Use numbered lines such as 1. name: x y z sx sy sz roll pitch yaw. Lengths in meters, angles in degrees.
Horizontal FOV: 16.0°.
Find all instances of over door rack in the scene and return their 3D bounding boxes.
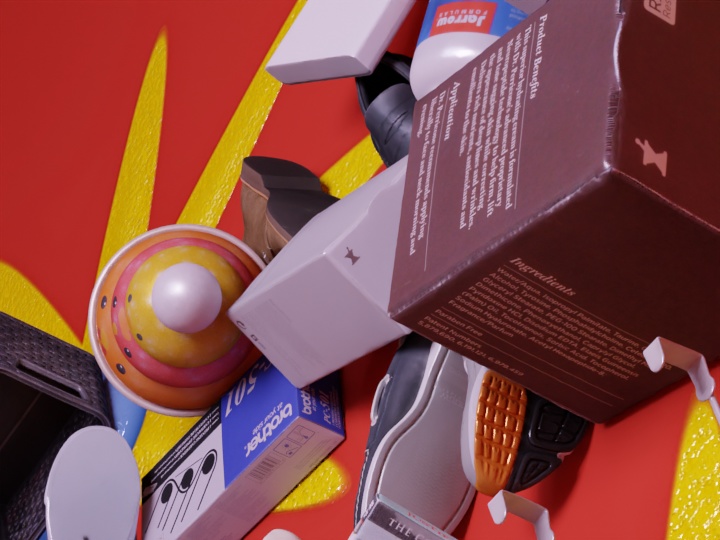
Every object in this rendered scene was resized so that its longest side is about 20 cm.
1. over door rack: 0.168 0.156 1.315 0.148 0.067 0.200 -48 50 28

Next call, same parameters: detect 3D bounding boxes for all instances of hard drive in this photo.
1. hard drive: 0.017 -0.228 1.915 0.132 0.027 0.200 -1 54 59

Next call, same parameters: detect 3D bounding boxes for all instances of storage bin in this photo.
1. storage bin: -0.315 0.149 2.164 0.200 0.135 0.094 -52 28 21

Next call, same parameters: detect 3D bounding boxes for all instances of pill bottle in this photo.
1. pill bottle: 0.096 -0.156 1.719 0.112 0.112 0.200 -22 47 54

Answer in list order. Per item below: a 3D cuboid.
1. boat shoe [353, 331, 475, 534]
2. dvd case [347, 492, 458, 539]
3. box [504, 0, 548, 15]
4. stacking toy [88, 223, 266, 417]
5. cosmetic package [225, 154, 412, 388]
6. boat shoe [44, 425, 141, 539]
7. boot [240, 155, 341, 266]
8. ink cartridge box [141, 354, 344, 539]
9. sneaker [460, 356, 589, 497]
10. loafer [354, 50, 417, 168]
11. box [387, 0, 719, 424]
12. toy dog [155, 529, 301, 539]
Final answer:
1. boat shoe: 0.040 0.103 1.627 0.060 0.076 0.200 -20 36 54
2. dvd case: 0.019 0.245 1.444 0.200 0.146 0.022 -58 2 8
3. box: 0.158 -0.234 1.574 0.184 0.200 0.105 -30 41 49
4. stacking toy: -0.126 0.024 1.836 0.200 0.146 0.146 109 -177 -80
5. cosmetic package: 0.000 0.000 1.709 0.113 0.081 0.200 -47 9 -23
6. boat shoe: -0.200 0.221 1.898 0.091 0.071 0.200 109 161 -65
7. boot: -0.048 -0.024 1.935 0.200 0.074 0.075 -132 51 -66
8. ink cartridge box: -0.089 0.137 1.858 0.200 0.044 0.094 -46 32 31
9. sneaker: 0.094 0.061 1.574 0.092 0.076 0.200 -42 24 51
10. loafer: 0.035 -0.097 1.824 0.068 0.070 0.201 -53 27 20
11. box: 0.143 -0.044 1.460 0.200 0.164 0.166 -34 37 45
12. toy dog: -0.036 0.249 1.529 0.200 0.194 0.140 -11 27 31
